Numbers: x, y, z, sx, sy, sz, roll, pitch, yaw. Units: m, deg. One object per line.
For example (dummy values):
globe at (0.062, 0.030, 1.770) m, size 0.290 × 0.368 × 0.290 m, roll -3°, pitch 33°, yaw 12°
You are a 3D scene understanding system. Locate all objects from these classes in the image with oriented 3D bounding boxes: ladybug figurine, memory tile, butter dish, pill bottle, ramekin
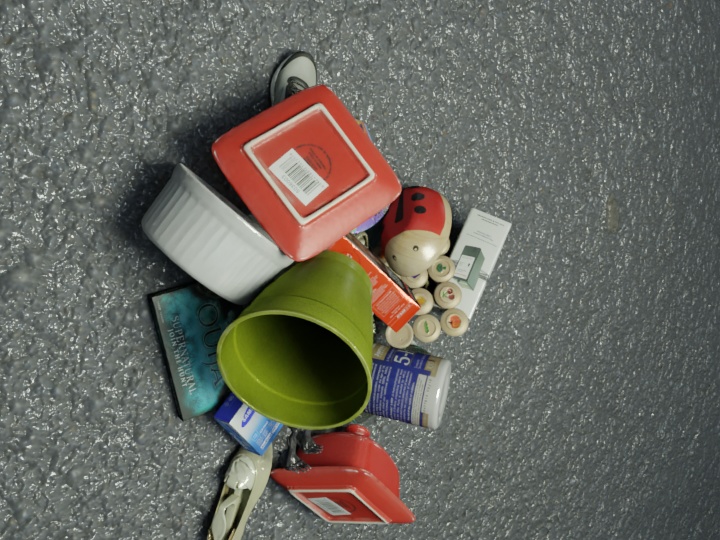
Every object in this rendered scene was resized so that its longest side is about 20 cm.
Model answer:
ladybug figurine at (0.088, -0.079, 1.004) m, size 0.072 × 0.136 × 0.200 m, roll 43°, pitch 33°, yaw -31°
memory tile at (0.102, 0.032, 1.045) m, size 0.153 × 0.017 × 0.200 m, roll -12°, pitch 76°, yaw 2°
butter dish at (-0.020, 0.337, 1.005) m, size 0.200 × 0.199 × 0.148 m, roll 53°, pitch 37°, yaw -35°
butter dish at (-0.081, -0.121, 0.822) m, size 0.199 × 0.148 × 0.200 m, roll -36°, pitch 87°, yaw -22°
pill bottle at (0.046, 0.190, 0.998) m, size 0.120 × 0.200 × 0.120 m, roll 10°, pitch 90°, yaw -75°
ramekin at (-0.196, -0.043, 0.794) m, size 0.098 × 0.200 × 0.200 m, roll -50°, pitch 124°, yaw -1°

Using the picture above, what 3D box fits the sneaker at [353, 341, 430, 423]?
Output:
sneaker at (0.058, 0.207, 1.086) m, size 0.200 × 0.091 × 0.078 m, roll -45°, pitch 120°, yaw -22°

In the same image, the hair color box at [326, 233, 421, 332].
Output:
hair color box at (0.000, 0.000, 0.928) m, size 0.200 × 0.102 × 0.061 m, roll 41°, pitch 98°, yaw -16°

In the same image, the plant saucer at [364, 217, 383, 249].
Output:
plant saucer at (-0.019, -0.126, 1.022) m, size 0.200 × 0.019 × 0.070 m, roll 47°, pitch 70°, yaw -31°

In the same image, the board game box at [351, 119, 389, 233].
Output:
board game box at (-0.024, -0.160, 0.962) m, size 0.158 × 0.039 × 0.200 m, roll -25°, pitch 98°, yaw -24°

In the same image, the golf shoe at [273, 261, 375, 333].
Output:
golf shoe at (-0.058, 0.056, 0.975) m, size 0.200 × 0.097 × 0.078 m, roll 47°, pitch 51°, yaw -24°

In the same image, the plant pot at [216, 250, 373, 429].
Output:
plant pot at (-0.065, 0.075, 0.799) m, size 0.201 × 0.200 × 0.193 m, roll 61°, pitch 27°, yaw -26°

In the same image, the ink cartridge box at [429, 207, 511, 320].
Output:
ink cartridge box at (0.206, 0.003, 1.126) m, size 0.146 × 0.084 × 0.200 m, roll 66°, pitch 48°, yaw -76°

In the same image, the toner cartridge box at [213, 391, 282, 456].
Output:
toner cartridge box at (-0.137, 0.184, 0.938) m, size 0.200 × 0.043 × 0.095 m, roll -55°, pitch 131°, yaw -30°

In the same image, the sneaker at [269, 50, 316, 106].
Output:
sneaker at (-0.106, -0.243, 0.902) m, size 0.074 × 0.079 × 0.200 m, roll 21°, pitch 83°, yaw -35°

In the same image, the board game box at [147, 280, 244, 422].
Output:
board game box at (-0.234, 0.113, 0.894) m, size 0.135 × 0.028 × 0.200 m, roll -19°, pitch 109°, yaw -33°

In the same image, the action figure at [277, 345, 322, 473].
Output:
action figure at (-0.090, 0.192, 0.883) m, size 0.119 × 0.102 × 0.200 m, roll -27°, pitch 114°, yaw -61°

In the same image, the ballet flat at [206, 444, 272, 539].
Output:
ballet flat at (-0.196, 0.357, 0.930) m, size 0.069 × 0.069 × 0.200 m, roll 21°, pitch 84°, yaw -37°

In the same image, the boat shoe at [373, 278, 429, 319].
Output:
boat shoe at (0.105, 0.017, 1.101) m, size 0.075 × 0.075 × 0.202 m, roll 46°, pitch 70°, yaw -32°

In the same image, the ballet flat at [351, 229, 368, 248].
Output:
ballet flat at (-0.002, 0.025, 1.022) m, size 0.068 × 0.075 × 0.200 m, roll -17°, pitch 108°, yaw -41°
